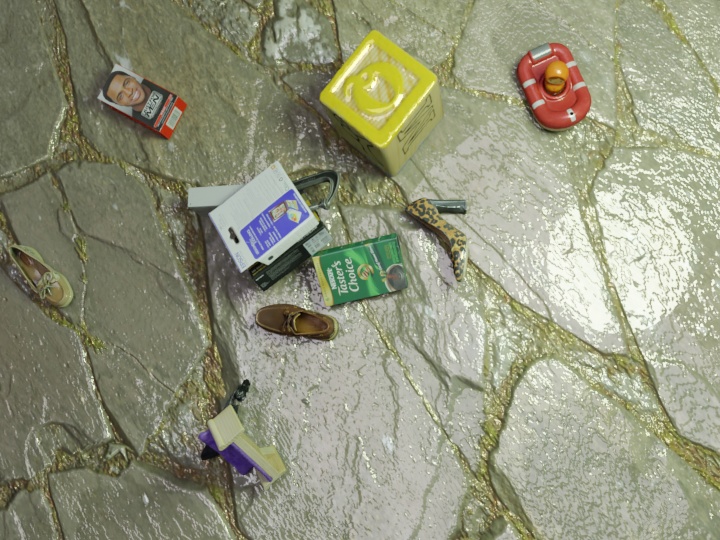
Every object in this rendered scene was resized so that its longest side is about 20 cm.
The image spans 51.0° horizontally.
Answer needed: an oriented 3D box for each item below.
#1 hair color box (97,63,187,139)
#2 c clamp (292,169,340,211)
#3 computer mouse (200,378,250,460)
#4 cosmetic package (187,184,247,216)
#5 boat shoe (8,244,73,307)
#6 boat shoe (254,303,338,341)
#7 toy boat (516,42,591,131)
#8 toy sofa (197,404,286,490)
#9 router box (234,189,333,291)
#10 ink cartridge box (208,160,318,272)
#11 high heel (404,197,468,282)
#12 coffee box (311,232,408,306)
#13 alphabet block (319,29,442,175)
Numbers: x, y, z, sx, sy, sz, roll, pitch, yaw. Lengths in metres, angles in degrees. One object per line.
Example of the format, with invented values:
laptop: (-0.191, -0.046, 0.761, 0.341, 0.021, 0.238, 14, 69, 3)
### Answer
hair color box: (-0.538, -0.417, 1.864, 0.197, 0.061, 0.103, 27, 87, 14)
c clamp: (-0.131, -0.146, 1.686, 0.196, 0.027, 0.174, -20, 44, 19)
computer mouse: (-0.290, 0.339, 1.656, 0.045, 0.140, 0.203, 29, 87, 0)
cosmetic package: (-0.297, -0.166, 1.766, 0.194, 0.083, 0.052, -2, 80, 9)
boat shoe: (-0.781, 0.015, 1.836, 0.199, 0.063, 0.074, 39, 88, 13)
boat shoe: (-0.148, 0.112, 1.699, 0.195, 0.068, 0.074, 9, 82, 12)
toy boat: (0.425, -0.410, 1.647, 0.128, 0.131, 0.204, -23, 77, 6)
toy sofa: (-0.250, 0.386, 1.600, 0.097, 0.201, 0.083, -38, 43, -5)
router box: (-0.176, -0.072, 1.708, 0.198, 0.052, 0.158, -36, 46, 3)
ink cartridge box: (-0.213, -0.113, 1.648, 0.198, 0.044, 0.200, -36, 56, 1)
high heel: (0.167, -0.067, 1.664, 0.138, 0.072, 0.205, 0, 64, 4)
coffee box: (0.000, 0.000, 1.678, 0.195, 0.044, 0.126, -11, 108, 8)
alphabet block: (0.052, -0.362, 1.666, 0.194, 0.200, 0.198, 38, 88, 14)
